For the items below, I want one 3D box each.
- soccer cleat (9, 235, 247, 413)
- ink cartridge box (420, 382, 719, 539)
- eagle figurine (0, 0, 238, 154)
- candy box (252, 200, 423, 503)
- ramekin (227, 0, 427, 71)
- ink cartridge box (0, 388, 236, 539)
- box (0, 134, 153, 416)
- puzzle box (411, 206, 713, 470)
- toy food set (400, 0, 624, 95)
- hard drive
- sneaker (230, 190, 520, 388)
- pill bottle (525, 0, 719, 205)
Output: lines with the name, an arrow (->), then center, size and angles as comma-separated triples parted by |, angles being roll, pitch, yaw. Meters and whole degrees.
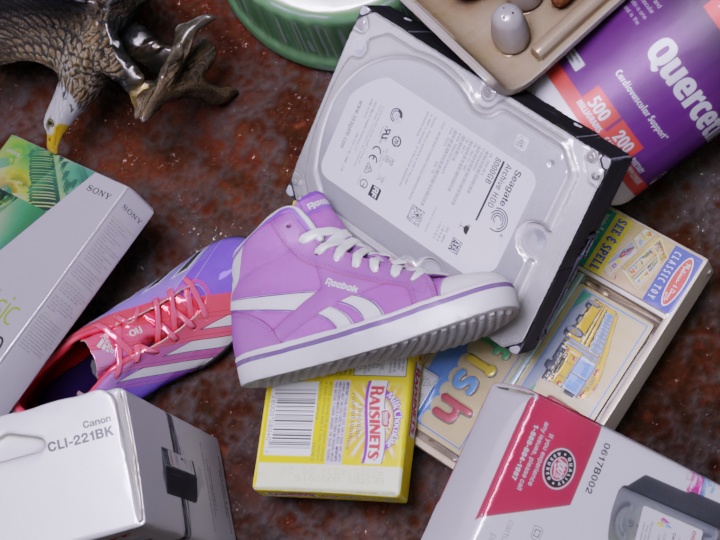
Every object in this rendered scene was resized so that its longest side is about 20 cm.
soccer cleat -> -0.146, 0.046, 1.137 | 0.199, 0.073, 0.068 | -37, 72, 1
ink cartridge box -> 0.142, 0.174, 0.995 | 0.199, 0.086, 0.149 | 26, 82, -12
eagle figurine -> -0.202, -0.155, 1.155 | 0.199, 0.152, 0.152 | 25, 70, 18
candy box -> -0.008, 0.049, 1.116 | 0.101, 0.026, 0.202 | 1, 70, 18
ramekin -> -0.013, -0.243, 1.155 | 0.198, 0.098, 0.202 | -1, 83, 7
ink cartridge box -> -0.174, 0.143, 1.052 | 0.143, 0.200, 0.085 | -15, 73, 8
box -> -0.245, 0.011, 1.147 | 0.144, 0.036, 0.201 | 22, 72, 42
puzzle box -> 0.118, 0.049, 1.095 | 0.132, 0.025, 0.201 | 30, 84, 27
toy food set -> 0.106, -0.217, 1.040 | 0.200, 0.061, 0.144 | -41, 64, -7
hard drive -> 0.055, -0.059, 1.066 | 0.199, 0.038, 0.141 | 36, 115, 24
sneaker -> -0.001, 0.000, 1.049 | 0.199, 0.072, 0.116 | -12, 78, 28
pill bottle -> 0.205, -0.140, 1.075 | 0.199, 0.112, 0.113 | -37, 71, 12
